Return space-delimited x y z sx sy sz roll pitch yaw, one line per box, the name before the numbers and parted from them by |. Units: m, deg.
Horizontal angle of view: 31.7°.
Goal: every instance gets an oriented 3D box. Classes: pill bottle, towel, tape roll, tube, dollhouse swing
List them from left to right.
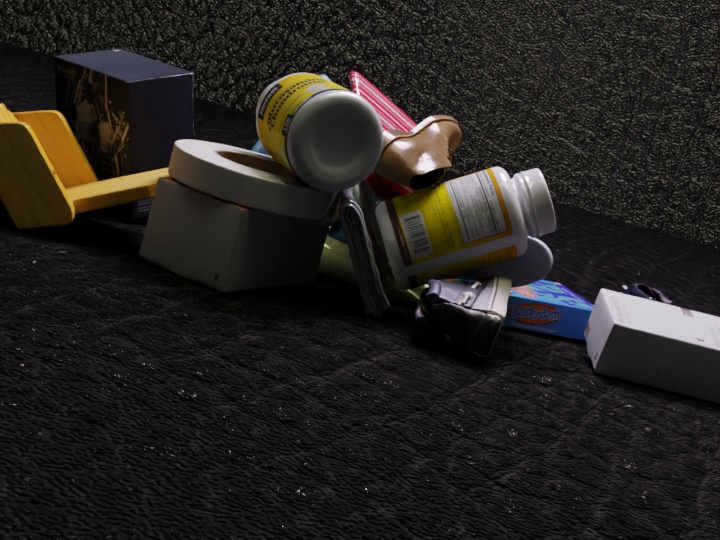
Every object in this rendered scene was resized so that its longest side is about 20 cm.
dollhouse swing | -0.330 -0.145 1.494 0.175 0.183 0.200 -26 10 4
tape roll | -0.121 -0.106 1.458 0.201 0.037 0.203 15 11 -3
pill bottle | -0.056 -0.165 1.451 0.111 0.113 0.200 10 12 -23
tube | 0.000 0.000 1.606 0.199 0.058 0.052 21 -31 4
towel | 0.009 -0.052 1.506 0.030 0.150 0.200 -11 24 9
towel | 0.041 -0.148 1.593 0.144 0.022 0.201 37 31 -37
pill bottle | 0.124 -0.055 1.489 0.199 0.110 0.109 -16 11 1

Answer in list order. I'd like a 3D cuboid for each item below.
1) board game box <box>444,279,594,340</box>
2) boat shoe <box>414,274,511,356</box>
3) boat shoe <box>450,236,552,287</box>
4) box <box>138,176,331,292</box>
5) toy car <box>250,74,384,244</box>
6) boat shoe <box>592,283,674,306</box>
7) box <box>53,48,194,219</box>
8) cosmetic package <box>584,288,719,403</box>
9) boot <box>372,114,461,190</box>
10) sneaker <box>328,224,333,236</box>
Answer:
board game box | 0.202 0.039 1.671 0.199 0.045 0.152 10 12 -19
boat shoe | 0.116 0.034 1.447 0.092 0.075 0.200 23 11 2
boat shoe | 0.143 -0.017 1.593 0.201 0.075 0.086 -3 10 14
box | -0.141 -0.044 1.478 0.124 0.098 0.200 21 12 26
toy car | -0.064 -0.138 1.702 0.184 0.177 0.200 44 -17 -19
boat shoe | 0.351 0.056 1.660 0.074 0.093 0.200 11 11 -18
box | -0.315 -0.186 1.686 0.104 0.183 0.199 -14 25 -38
cosmetic package | 0.376 0.093 1.511 0.199 0.074 0.102 15 24 -6
boot | 0.081 -0.135 1.517 0.075 0.074 0.200 35 29 17
sneaker | -0.033 -0.047 1.774 0.199 0.071 0.093 10 -30 44
